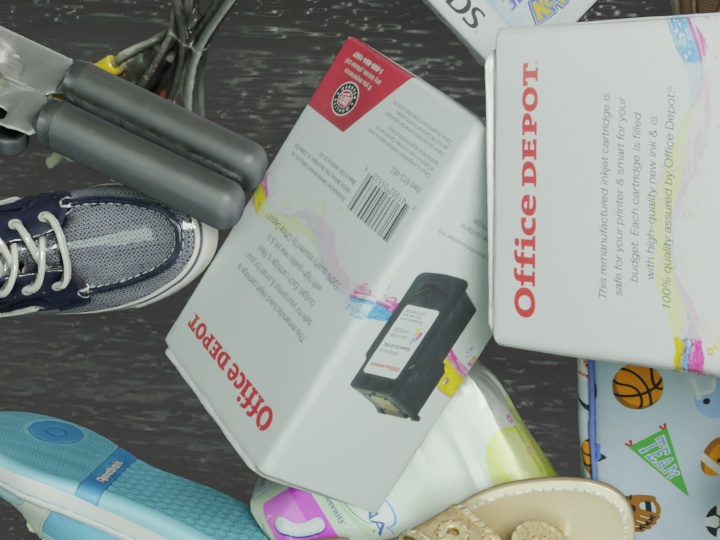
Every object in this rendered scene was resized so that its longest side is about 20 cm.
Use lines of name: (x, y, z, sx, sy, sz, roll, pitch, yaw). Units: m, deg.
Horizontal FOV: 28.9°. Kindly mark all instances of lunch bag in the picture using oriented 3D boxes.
lunch bag: (0.194, 0.061, 0.731, 0.159, 0.076, 0.201, 0, 115, 9)

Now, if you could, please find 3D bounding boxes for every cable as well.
cable: (-0.104, -0.109, 0.749, 0.097, 0.050, 0.200, 43, 131, -6)

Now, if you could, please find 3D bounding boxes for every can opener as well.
can opener: (-0.147, -0.075, 0.746, 0.199, 0.067, 0.054, 26, 63, 3)

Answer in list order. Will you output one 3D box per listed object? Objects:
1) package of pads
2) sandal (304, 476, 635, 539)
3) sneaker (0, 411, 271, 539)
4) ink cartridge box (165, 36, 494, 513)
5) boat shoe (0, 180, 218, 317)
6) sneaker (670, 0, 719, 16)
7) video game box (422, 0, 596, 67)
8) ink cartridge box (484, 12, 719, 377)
package of pads: (0.053, 0.165, 0.783, 0.154, 0.068, 0.201, -33, 92, 8)
sandal: (0.038, 0.163, 0.713, 0.210, 0.070, 0.078, -13, 96, 12)
sneaker: (-0.159, 0.170, 0.805, 0.199, 0.079, 0.131, 23, 108, 15)
ink cartridge box: (0.000, 0.000, 0.730, 0.083, 0.146, 0.201, 26, 101, -37)
boat shoe: (-0.181, -0.004, 0.759, 0.199, 0.093, 0.075, -11, 94, 22)
sneaker: (0.207, -0.080, 0.649, 0.070, 0.076, 0.201, -16, 74, -9)
video game box: (0.087, -0.221, 0.707, 0.200, 0.047, 0.182, -46, 129, 8)
ink cartridge box: (0.154, -0.033, 0.590, 0.199, 0.084, 0.146, 5, 98, 43)
